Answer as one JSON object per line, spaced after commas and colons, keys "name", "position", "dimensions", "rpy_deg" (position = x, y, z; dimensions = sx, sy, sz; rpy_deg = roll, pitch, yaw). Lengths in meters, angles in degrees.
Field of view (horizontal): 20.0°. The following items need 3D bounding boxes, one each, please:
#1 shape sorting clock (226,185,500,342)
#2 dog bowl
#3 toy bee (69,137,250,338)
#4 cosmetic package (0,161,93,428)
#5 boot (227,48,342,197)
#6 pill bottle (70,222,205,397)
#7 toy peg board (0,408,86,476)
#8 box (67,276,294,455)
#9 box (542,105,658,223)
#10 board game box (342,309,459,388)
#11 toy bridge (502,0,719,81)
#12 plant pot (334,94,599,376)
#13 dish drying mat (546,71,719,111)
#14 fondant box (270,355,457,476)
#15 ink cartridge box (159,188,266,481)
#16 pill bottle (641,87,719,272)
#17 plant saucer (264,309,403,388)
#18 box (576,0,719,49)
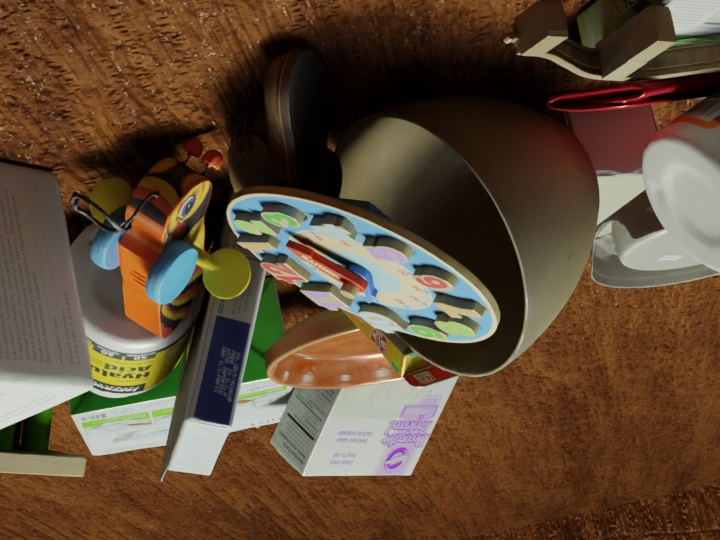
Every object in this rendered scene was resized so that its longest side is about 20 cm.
{"name": "shape sorting clock", "position": [0.000, 0.000, 1.377], "dimensions": [0.199, 0.039, 0.200], "rpy_deg": [25, 165, 7]}
{"name": "dog bowl", "position": [0.291, -0.044, 1.775], "dimensions": [0.199, 0.059, 0.200], "rpy_deg": [-10, 163, -3]}
{"name": "toy bee", "position": [-0.129, -0.031, 1.435], "dimensions": [0.109, 0.131, 0.200], "rpy_deg": [-52, -177, -18]}
{"name": "cosmetic package", "position": [-0.317, 0.022, 1.388], "dimensions": [0.164, 0.166, 0.200], "rpy_deg": [-23, 161, 32]}
{"name": "boot", "position": [-0.059, -0.088, 1.383], "dimensions": [0.075, 0.074, 0.200], "rpy_deg": [18, 155, 10]}
{"name": "pill bottle", "position": [-0.188, 0.036, 1.622], "dimensions": [0.111, 0.112, 0.200], "rpy_deg": [-8, 163, -13]}
{"name": "toy peg board", "position": [-0.376, 0.121, 1.818], "dimensions": [0.199, 0.098, 0.199], "rpy_deg": [4, 176, 44]}
{"name": "box", "position": [-0.163, 0.093, 1.852], "dimensions": [0.199, 0.097, 0.177], "rpy_deg": [-11, 164, -3]}
{"name": "box", "position": [0.150, -0.068, 1.582], "dimensions": [0.082, 0.069, 0.200], "rpy_deg": [-4, 162, -26]}
{"name": "board game box", "position": [0.032, 0.016, 1.569], "dimensions": [0.095, 0.200, 0.030], "rpy_deg": [-16, 133, -26]}
{"name": "toy bridge", "position": [0.173, -0.143, 1.300], "dimensions": [0.199, 0.027, 0.067], "rpy_deg": [0, 162, -31]}
{"name": "plant pot", "position": [0.092, -0.044, 1.457], "dimensions": [0.134, 0.201, 0.200], "rpy_deg": [-30, 175, -32]}
{"name": "dish drying mat", "position": [0.211, -0.125, 1.425], "dimensions": [0.076, 0.018, 0.200], "rpy_deg": [-4, -175, 35]}
{"name": "fondant box", "position": [0.022, 0.088, 1.835], "dimensions": [0.144, 0.058, 0.201], "rpy_deg": [5, 118, -45]}
{"name": "ink cartridge box", "position": [-0.109, 0.052, 1.580], "dimensions": [0.043, 0.197, 0.200], "rpy_deg": [13, 160, -6]}
{"name": "pill bottle", "position": [0.302, -0.094, 1.412], "dimensions": [0.200, 0.114, 0.114], "rpy_deg": [-34, 172, -21]}
{"name": "plant saucer", "position": [0.019, 0.055, 1.672], "dimensions": [0.199, 0.032, 0.200], "rpy_deg": [-10, 163, -3]}
{"name": "box", "position": [0.251, -0.189, 1.308], "dimensions": [0.144, 0.037, 0.200], "rpy_deg": [-1, 160, -30]}
